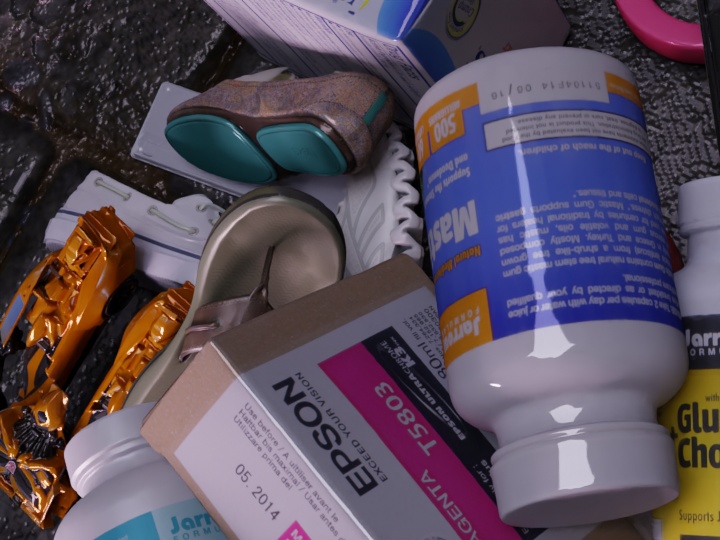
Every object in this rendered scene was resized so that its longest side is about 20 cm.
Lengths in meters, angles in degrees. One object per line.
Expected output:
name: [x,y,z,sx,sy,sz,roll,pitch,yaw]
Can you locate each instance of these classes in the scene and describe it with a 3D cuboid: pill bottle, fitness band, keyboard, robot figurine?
pill bottle: [0.194,0.059,0.777,0.111,0.112,0.203,-3,83,21]
fitness band: [0.223,-0.217,0.959,0.142,0.037,0.202,12,77,25]
keyboard: [-0.061,-0.071,1.045,0.198,0.011,0.057,21,77,26]
robot figurine: [-0.173,0.069,0.980,0.145,0.058,0.201,40,114,14]
pill bottle: [0.089,0.010,0.745,0.111,0.112,0.203,-13,70,18]
pill bottle: [-0.082,0.167,0.774,0.110,0.111,0.202,-28,65,11]

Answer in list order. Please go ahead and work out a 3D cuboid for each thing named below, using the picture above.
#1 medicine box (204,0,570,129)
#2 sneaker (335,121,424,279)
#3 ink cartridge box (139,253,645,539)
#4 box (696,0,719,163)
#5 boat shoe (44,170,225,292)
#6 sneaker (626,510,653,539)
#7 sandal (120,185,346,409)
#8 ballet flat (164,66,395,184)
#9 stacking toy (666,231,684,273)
medicine box: [0.000,-0.172,0.953,0.199,0.182,0.104,26,85,27]
sneaker: [0.000,0.000,0.946,0.080,0.075,0.202,-3,69,1]
ink cartridge box: [0.021,0.104,0.770,0.200,0.164,0.075,50,126,12]
box: [0.282,-0.118,0.848,0.198,0.049,0.162,-12,66,21]
boat shoe: [-0.108,-0.017,1.008,0.198,0.074,0.067,19,75,21]
sneaker: [0.135,0.158,0.870,0.201,0.074,0.118,50,139,5]
sandal: [-0.068,0.044,0.890,0.202,0.079,0.058,-59,20,24]
ballet flat: [-0.045,-0.091,0.983,0.199,0.068,0.067,10,54,52]
stacking toy: [0.148,0.032,0.874,0.199,0.146,0.147,38,89,12]
